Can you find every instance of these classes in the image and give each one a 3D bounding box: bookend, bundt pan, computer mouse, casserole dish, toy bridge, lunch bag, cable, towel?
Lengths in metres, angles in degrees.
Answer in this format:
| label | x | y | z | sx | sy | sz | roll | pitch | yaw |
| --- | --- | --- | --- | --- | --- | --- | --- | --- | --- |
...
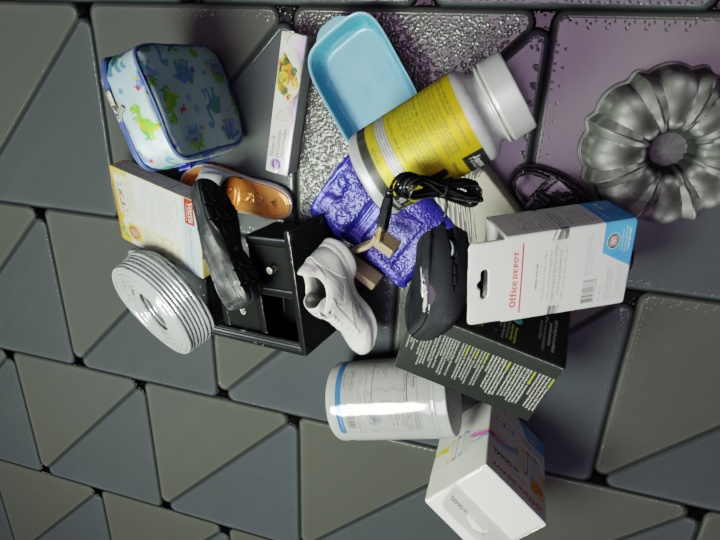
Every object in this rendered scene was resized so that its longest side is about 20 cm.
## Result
| label | x | y | z | sx | sy | sz | roll | pitch | yaw |
| --- | --- | --- | --- | --- | --- | --- | --- | --- | --- |
| bookend | -0.152 | 0.012 | 0.830 | 0.198 | 0.092 | 0.201 | 8 | 115 | 29 |
| bundt pan | 0.374 | -0.147 | 0.632 | 0.200 | 0.076 | 0.203 | 7 | 113 | 16 |
| computer mouse | 0.076 | -0.012 | 0.585 | 0.140 | 0.046 | 0.201 | 7 | 100 | -31 |
| casserole dish | 0.010 | -0.251 | 0.713 | 0.121 | 0.039 | 0.201 | -29 | 91 | 26 |
| toy bridge | 0.000 | 0.000 | 0.794 | 0.067 | 0.027 | 0.200 | 36 | 141 | 9 |
| lunch bag | -0.254 | -0.227 | 0.728 | 0.082 | 0.200 | 0.162 | -12 | 108 | 22 |
| cable | -0.343 | 0.055 | 0.903 | 0.199 | 0.069 | 0.201 | -3 | 122 | 50 |
| towel | 0.031 | -0.079 | 0.782 | 0.200 | 0.050 | 0.148 | 39 | 118 | 0 |

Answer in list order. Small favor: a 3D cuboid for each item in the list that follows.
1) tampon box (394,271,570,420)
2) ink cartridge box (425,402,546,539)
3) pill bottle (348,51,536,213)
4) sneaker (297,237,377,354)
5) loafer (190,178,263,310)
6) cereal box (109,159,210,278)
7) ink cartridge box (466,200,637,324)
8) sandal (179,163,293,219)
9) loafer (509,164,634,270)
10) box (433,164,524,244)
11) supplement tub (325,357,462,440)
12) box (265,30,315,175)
| label | x | y | z | sx | sy | sz | roll | pitch | yaw |
| --- | --- | --- | --- | --- | --- | --- | --- | --- | --- |
| tampon box | 0.173 | 0.084 | 0.731 | 0.199 | 0.150 | 0.127 | 22 | 134 | 9 |
| ink cartridge box | 0.198 | 0.320 | 0.803 | 0.129 | 0.200 | 0.125 | 44 | 117 | -3 |
| pill bottle | 0.095 | -0.161 | 0.617 | 0.199 | 0.114 | 0.115 | -27 | 101 | 23 |
| sneaker | -0.039 | 0.055 | 0.776 | 0.075 | 0.100 | 0.201 | 7 | 128 | 42 |
| loafer | -0.210 | -0.037 | 0.764 | 0.070 | 0.068 | 0.202 | -25 | 84 | 32 |
| cereal box | -0.327 | -0.087 | 0.865 | 0.199 | 0.040 | 0.145 | 23 | 127 | 20 |
| ink cartridge box | 0.217 | -0.010 | 0.630 | 0.199 | 0.067 | 0.117 | -8 | 119 | -4 |
| sandal | -0.212 | -0.122 | 0.836 | 0.205 | 0.059 | 0.080 | 11 | 114 | 13 |
| loafer | 0.287 | -0.070 | 0.696 | 0.200 | 0.063 | 0.072 | 38 | 117 | 0 |
| box | 0.150 | -0.112 | 0.720 | 0.082 | 0.068 | 0.200 | -39 | 95 | 25 |
| supplement tub | 0.055 | 0.208 | 0.843 | 0.199 | 0.132 | 0.133 | -8 | 108 | 20 |
| box | -0.104 | -0.243 | 0.764 | 0.038 | 0.041 | 0.201 | 17 | 116 | 11 |
